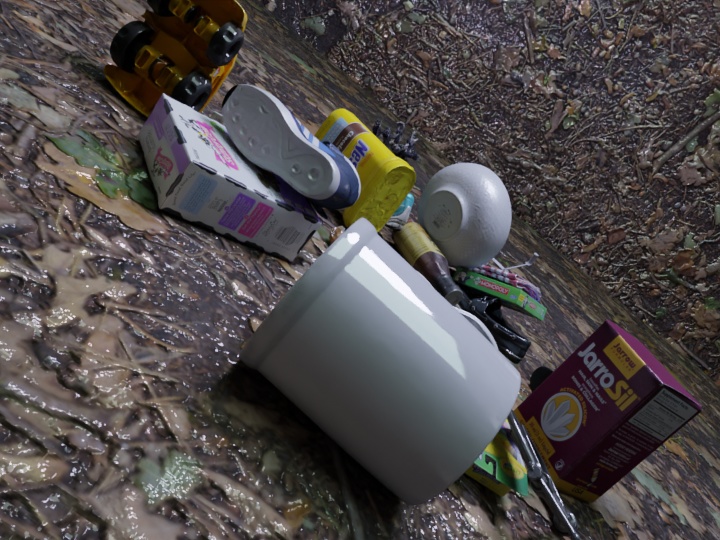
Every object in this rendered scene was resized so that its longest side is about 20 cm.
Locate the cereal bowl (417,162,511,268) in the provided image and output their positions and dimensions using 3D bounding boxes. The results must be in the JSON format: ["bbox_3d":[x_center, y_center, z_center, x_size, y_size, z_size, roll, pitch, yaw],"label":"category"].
[{"bbox_3d":[0.181,-0.103,1.161,0.083,0.201,0.201,-3,45,-45],"label":"cereal bowl"}]

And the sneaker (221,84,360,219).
[{"bbox_3d":[-0.083,-0.154,0.818,0.200,0.081,0.146,42,10,14],"label":"sneaker"}]

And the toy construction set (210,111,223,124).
[{"bbox_3d":[-0.168,-0.205,0.946,0.132,0.091,0.200,63,25,-8],"label":"toy construction set"}]

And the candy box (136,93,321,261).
[{"bbox_3d":[-0.167,-0.116,0.782,0.199,0.072,0.168,23,26,-43],"label":"candy box"}]

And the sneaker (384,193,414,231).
[{"bbox_3d":[0.032,-0.143,1.184,0.077,0.080,0.199,23,9,-45],"label":"sneaker"}]

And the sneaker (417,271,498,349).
[{"bbox_3d":[0.116,0.090,0.886,0.200,0.071,0.099,41,29,-6],"label":"sneaker"}]

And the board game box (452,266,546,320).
[{"bbox_3d":[0.276,0.048,1.204,0.133,0.029,0.199,21,-2,32],"label":"board game box"}]

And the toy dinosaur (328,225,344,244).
[{"bbox_3d":[0.000,0.000,0.894,0.105,0.061,0.200,8,23,-22],"label":"toy dinosaur"}]

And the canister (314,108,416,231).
[{"bbox_3d":[-0.011,-0.181,1.111,0.086,0.149,0.200,16,28,-50],"label":"canister"}]

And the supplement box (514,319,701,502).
[{"bbox_3d":[0.325,0.193,0.835,0.103,0.201,0.131,28,21,-30],"label":"supplement box"}]

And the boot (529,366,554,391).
[{"bbox_3d":[0.391,0.246,1.045,0.173,0.069,0.201,28,21,-31],"label":"boot"}]

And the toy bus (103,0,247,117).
[{"bbox_3d":[-0.244,-0.317,0.907,0.135,0.201,0.192,40,11,0],"label":"toy bus"}]

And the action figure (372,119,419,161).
[{"bbox_3d":[0.132,-0.420,1.980,0.199,0.103,0.119,15,19,-48],"label":"action figure"}]

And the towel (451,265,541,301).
[{"bbox_3d":[0.256,0.013,1.251,0.198,0.030,0.146,19,-3,38],"label":"towel"}]

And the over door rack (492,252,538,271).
[{"bbox_3d":[0.349,-0.044,1.582,0.199,0.067,0.148,-20,59,-44],"label":"over door rack"}]

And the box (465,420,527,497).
[{"bbox_3d":[0.128,0.178,0.733,0.117,0.048,0.200,36,17,-16],"label":"box"}]

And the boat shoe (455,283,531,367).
[{"bbox_3d":[0.234,0.083,1.112,0.074,0.066,0.200,20,28,-43],"label":"boat shoe"}]

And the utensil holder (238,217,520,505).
[{"bbox_3d":[0.019,0.083,0.559,0.200,0.170,0.170,43,19,0],"label":"utensil holder"}]

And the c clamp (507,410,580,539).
[{"bbox_3d":[0.203,0.238,0.684,0.200,0.027,0.172,52,12,-49],"label":"c clamp"}]

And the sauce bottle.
[{"bbox_3d":[0.122,-0.013,1.118,0.066,0.066,0.201,22,28,-42],"label":"sauce bottle"}]
